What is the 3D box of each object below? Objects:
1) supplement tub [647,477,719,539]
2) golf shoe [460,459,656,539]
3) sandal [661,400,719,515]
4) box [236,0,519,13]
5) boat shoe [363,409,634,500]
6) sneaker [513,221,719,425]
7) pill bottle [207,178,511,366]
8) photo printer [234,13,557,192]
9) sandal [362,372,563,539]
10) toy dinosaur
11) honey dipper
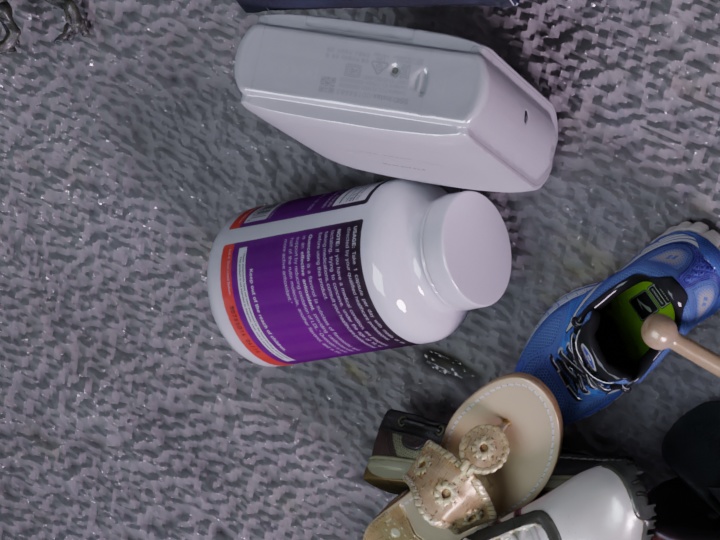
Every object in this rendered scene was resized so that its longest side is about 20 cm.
[{"bbox_3d":[0.233,0.241,1.693,0.107,0.107,0.201,12,119,31],"label":"supplement tub"},{"bbox_3d":[0.111,0.189,1.666,0.200,0.088,0.077,-41,63,42],"label":"golf shoe"},{"bbox_3d":[0.246,0.132,1.599,0.048,0.075,0.200,50,171,-33],"label":"sandal"},{"bbox_3d":[0.014,-0.266,1.523,0.198,0.200,0.123,1,148,35],"label":"box"},{"bbox_3d":[0.095,0.124,1.758,0.199,0.073,0.065,1,77,24],"label":"boat shoe"},{"bbox_3d":[0.155,0.044,1.663,0.079,0.089,0.200,50,130,6],"label":"sneaker"},{"bbox_3d":[0.000,0.000,1.737,0.200,0.112,0.113,-10,106,38],"label":"pill bottle"},{"bbox_3d":[0.030,-0.101,1.619,0.166,0.200,0.070,10,84,20],"label":"photo printer"},{"bbox_3d":[0.057,0.155,1.697,0.078,0.070,0.212,44,131,4],"label":"sandal"},{"bbox_3d":[-0.242,-0.204,1.857,0.200,0.047,0.088,-5,102,34],"label":"toy dinosaur"},{"bbox_3d":[0.261,0.083,1.592,0.200,0.038,0.038,29,129,-8],"label":"honey dipper"}]
